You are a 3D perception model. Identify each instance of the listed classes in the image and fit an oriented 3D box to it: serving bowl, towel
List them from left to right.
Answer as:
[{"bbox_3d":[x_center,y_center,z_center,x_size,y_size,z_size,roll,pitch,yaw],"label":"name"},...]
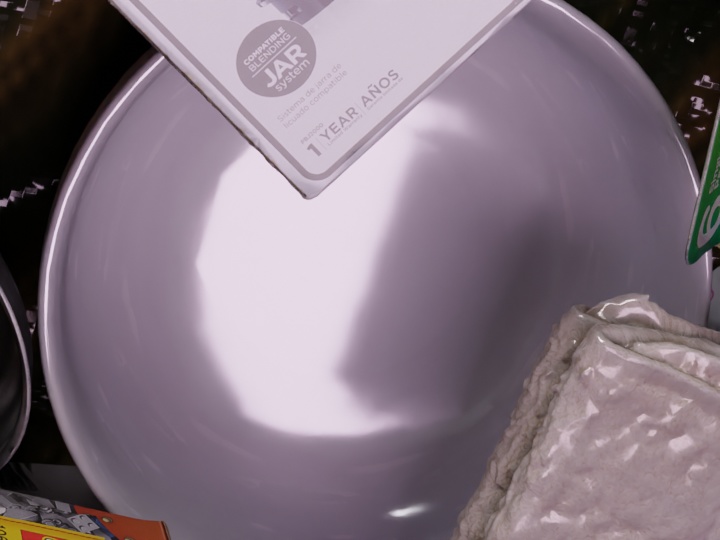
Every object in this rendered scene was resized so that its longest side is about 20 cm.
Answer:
[{"bbox_3d":[0.000,0.000,0.831,0.199,0.066,0.201,-4,109,-12],"label":"serving bowl"},{"bbox_3d":[0.079,0.106,0.826,0.132,0.035,0.201,18,112,-21],"label":"towel"}]

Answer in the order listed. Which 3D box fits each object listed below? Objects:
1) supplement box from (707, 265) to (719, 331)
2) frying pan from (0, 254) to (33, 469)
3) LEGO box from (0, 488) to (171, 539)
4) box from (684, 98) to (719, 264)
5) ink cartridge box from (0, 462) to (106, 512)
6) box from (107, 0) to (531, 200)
[{"bbox_3d":[0.118,0.081,0.900,0.200,0.101,0.103,-37,121,6],"label":"supplement box"},{"bbox_3d":[-0.164,-0.016,0.799,0.190,0.031,0.115,45,134,1],"label":"frying pan"},{"bbox_3d":[-0.150,0.155,0.782,0.148,0.077,0.201,14,113,-20],"label":"LEGO box"},{"bbox_3d":[0.171,-0.063,0.791,0.199,0.048,0.118,-15,124,-41],"label":"box"},{"bbox_3d":[-0.107,0.141,0.881,0.199,0.084,0.147,5,117,-18],"label":"ink cartridge box"},{"bbox_3d":[-0.040,-0.129,0.671,0.117,0.060,0.200,-43,113,9],"label":"box"}]
